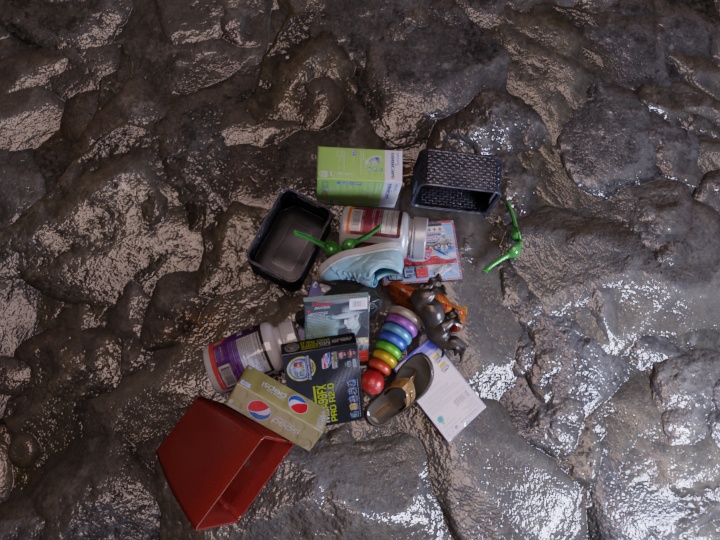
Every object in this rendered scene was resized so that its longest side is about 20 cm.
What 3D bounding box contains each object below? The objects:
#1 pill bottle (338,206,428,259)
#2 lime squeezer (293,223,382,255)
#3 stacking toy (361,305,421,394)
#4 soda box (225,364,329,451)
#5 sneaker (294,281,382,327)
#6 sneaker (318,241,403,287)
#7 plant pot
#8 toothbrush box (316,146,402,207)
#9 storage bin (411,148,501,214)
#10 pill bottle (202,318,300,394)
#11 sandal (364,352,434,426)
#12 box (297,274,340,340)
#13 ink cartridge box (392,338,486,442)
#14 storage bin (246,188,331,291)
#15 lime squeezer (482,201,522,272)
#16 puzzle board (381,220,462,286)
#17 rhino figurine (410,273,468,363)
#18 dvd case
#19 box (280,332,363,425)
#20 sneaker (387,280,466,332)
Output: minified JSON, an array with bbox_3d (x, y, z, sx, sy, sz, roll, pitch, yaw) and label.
[{"bbox_3d":[0.055,-0.084,1.275,0.197,0.114,0.116,7,73,7],"label":"pill bottle"},{"bbox_3d":[-0.045,-0.068,1.215,0.197,0.038,0.072,-3,116,11],"label":"lime squeezer"},{"bbox_3d":[0.060,0.181,1.220,0.085,0.086,0.201,29,67,4],"label":"stacking toy"},{"bbox_3d":[-0.166,0.279,1.112,0.198,0.064,0.068,32,118,-5],"label":"soda box"},{"bbox_3d":[-0.054,0.075,1.234,0.197,0.076,0.092,-15,57,-7],"label":"sneaker"},{"bbox_3d":[0.000,0.000,1.202,0.197,0.074,0.083,-17,61,15],"label":"sneaker"},{"bbox_3d":[-0.281,0.366,1.097,0.175,0.200,0.201,35,80,20],"label":"plant pot"},{"bbox_3d":[-0.007,-0.219,1.307,0.196,0.146,0.088,3,73,-3],"label":"toothbrush box"},{"bbox_3d":[0.229,-0.212,1.319,0.197,0.135,0.095,5,74,-3],"label":"storage bin"},{"bbox_3d":[-0.228,0.180,1.184,0.197,0.112,0.113,-21,77,-4],"label":"pill bottle"},{"bbox_3d":[0.083,0.266,1.195,0.200,0.055,0.082,-42,80,8],"label":"sandal"},{"bbox_3d":[-0.079,0.121,1.265,0.119,0.032,0.203,15,75,0],"label":"box"},{"bbox_3d":[0.175,0.267,1.239,0.119,0.042,0.201,-37,82,-11],"label":"ink cartridge box"},{"bbox_3d":[-0.163,-0.070,1.280,0.134,0.094,0.202,26,75,3],"label":"storage bin"},{"bbox_3d":[0.367,-0.075,1.353,0.070,0.038,0.202,11,70,32],"label":"lime squeezer"},{"bbox_3d":[0.143,-0.045,1.337,0.197,0.017,0.153,-5,75,-6],"label":"puzzle board"},{"bbox_3d":[0.179,0.115,1.213,0.086,0.060,0.202,-25,96,11],"label":"rhino figurine"},{"bbox_3d":[-0.051,0.147,1.196,0.144,0.022,0.203,-5,116,-10],"label":"dvd case"},{"bbox_3d":[-0.078,0.239,1.164,0.158,0.044,0.203,-8,116,-8],"label":"box"},{"bbox_3d":[0.155,0.075,1.287,0.198,0.073,0.078,28,57,-3],"label":"sneaker"}]
